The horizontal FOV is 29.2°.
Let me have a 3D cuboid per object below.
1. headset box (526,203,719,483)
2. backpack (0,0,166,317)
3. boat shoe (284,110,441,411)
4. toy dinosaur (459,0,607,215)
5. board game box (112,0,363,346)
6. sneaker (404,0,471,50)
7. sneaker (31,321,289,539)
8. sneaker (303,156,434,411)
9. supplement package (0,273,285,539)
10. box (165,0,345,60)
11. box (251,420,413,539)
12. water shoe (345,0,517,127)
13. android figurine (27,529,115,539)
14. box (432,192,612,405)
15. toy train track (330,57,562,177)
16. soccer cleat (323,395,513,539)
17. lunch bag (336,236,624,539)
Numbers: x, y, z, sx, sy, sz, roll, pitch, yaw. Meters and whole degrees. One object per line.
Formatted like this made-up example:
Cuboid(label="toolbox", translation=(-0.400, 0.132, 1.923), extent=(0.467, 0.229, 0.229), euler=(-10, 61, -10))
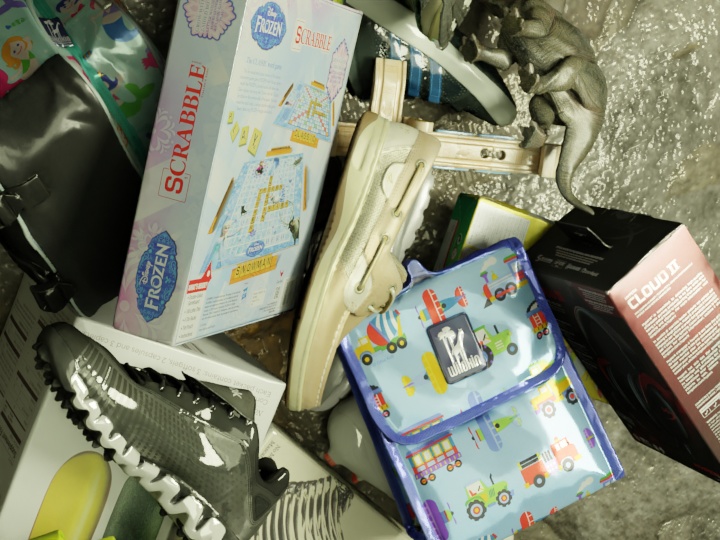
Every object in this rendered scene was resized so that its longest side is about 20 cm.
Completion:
Cuboid(label="headset box", translation=(0.203, 0.042, 0.971), extent=(0.075, 0.148, 0.201), euler=(-39, 108, -10))
Cuboid(label="backpack", translation=(-0.189, -0.097, 0.823), extent=(0.150, 0.200, 0.178), euler=(-39, 139, -14))
Cuboid(label="boat shoe", translation=(0.000, 0.000, 0.904), extent=(0.064, 0.072, 0.202), euler=(18, 88, -5))
Cuboid(label="toy dinosaur", translation=(0.136, -0.140, 0.968), extent=(0.102, 0.077, 0.201), euler=(-18, 71, -40))
Cuboid(label="board game box", translation=(-0.065, -0.068, 0.806), extent=(0.041, 0.200, 0.202), euler=(15, 97, 15))
Cuboid(label="sneaker", translation=(0.036, -0.206, 0.920), extent=(0.088, 0.200, 0.077), euler=(27, 105, -10))
Cuboid(label="sneaker", translation=(-0.110, 0.088, 0.815), extent=(0.090, 0.066, 0.201), euler=(-43, 120, -13))
Cuboid(label="sneaker", translation=(-0.016, 0.002, 1.012), extent=(0.081, 0.075, 0.202), euler=(19, 87, -14))
Cuboid(label="supplement package", translation=(-0.173, 0.125, 0.914), extent=(0.151, 0.150, 0.202), euler=(21, 94, -28))
Cuboid(label="box", translation=(-0.078, -0.127, 0.927), extent=(0.109, 0.035, 0.202), euler=(15, 98, 15))
Cuboid(label="box", translation=(-0.033, 0.192, 1.041), extent=(0.200, 0.068, 0.082), euler=(41, 85, -26))
Cuboid(label="water shoe", translation=(0.026, -0.154, 0.996), extent=(0.199, 0.072, 0.079), euler=(34, 112, -26))
Cuboid(label="android figurine", translation=(-0.190, 0.228, 0.823), extent=(0.198, 0.041, 0.183), euler=(-15, 128, -7))
Cuboid(label="box", translation=(0.149, 0.027, 1.054), extent=(0.198, 0.048, 0.119), euler=(20, 91, -18))
Cuboid(label="toy train track", translation=(0.058, -0.084, 0.965), extent=(0.198, 0.033, 0.116), euler=(4, 101, -20))
Cuboid(label="soccer cleat", translation=(0.059, 0.160, 1.066), extent=(0.199, 0.070, 0.077), euler=(38, 120, -25))
Cuboid(label="lunch bag", translation=(0.074, 0.081, 0.980), extent=(0.149, 0.094, 0.202), euler=(-25, 101, -10))
